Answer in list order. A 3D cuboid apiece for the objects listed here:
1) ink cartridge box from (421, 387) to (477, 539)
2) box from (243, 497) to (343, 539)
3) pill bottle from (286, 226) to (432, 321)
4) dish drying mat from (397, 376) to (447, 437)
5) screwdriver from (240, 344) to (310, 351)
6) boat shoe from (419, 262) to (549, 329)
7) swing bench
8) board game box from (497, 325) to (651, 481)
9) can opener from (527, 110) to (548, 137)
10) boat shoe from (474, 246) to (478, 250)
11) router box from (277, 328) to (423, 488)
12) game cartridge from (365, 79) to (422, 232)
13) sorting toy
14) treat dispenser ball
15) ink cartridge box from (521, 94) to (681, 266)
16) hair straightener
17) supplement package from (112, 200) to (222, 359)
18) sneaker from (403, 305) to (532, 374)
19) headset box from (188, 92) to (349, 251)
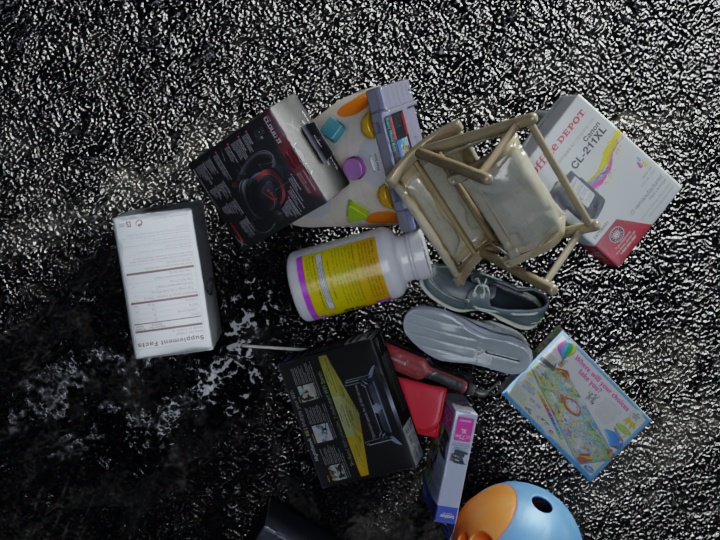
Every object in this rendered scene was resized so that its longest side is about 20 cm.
[{"bbox_3d":[0.127,0.288,1.548,0.041,0.119,0.204,7,99,-7],"label":"ink cartridge box"},{"bbox_3d":[-0.107,0.490,1.572,0.195,0.117,0.202,31,98,-6],"label":"box"},{"bbox_3d":[0.000,0.000,1.497,0.197,0.104,0.106,-15,99,9],"label":"pill bottle"},{"bbox_3d":[0.027,0.190,1.551,0.197,0.018,0.078,12,97,15],"label":"dish drying mat"},{"bbox_3d":[-0.082,0.120,1.562,0.196,0.029,0.028,3,99,-3],"label":"screwdriver"},{"bbox_3d":[0.184,0.028,1.527,0.197,0.062,0.074,20,62,-9],"label":"boat shoe"},{"bbox_3d":[0.173,-0.087,1.377,0.130,0.199,0.200,-50,121,-24],"label":"swing bench"},{"bbox_3d":[0.325,0.203,1.584,0.200,0.034,0.134,45,95,-7],"label":"board game box"},{"bbox_3d":[0.332,-0.166,1.519,0.198,0.053,0.067,28,96,-6],"label":"can opener"},{"bbox_3d":[0.226,-0.075,1.521,0.198,0.068,0.075,-31,99,3],"label":"boat shoe"},{"bbox_3d":[-0.013,0.203,1.525,0.155,0.052,0.203,-16,99,21],"label":"router box"},{"bbox_3d":[0.064,-0.164,1.473,0.038,0.130,0.203,-12,100,19],"label":"game cartridge"},{"bbox_3d":[-0.036,-0.141,1.503,0.177,0.107,0.203,-13,99,20],"label":"sorting toy"},{"bbox_3d":[0.226,0.413,1.529,0.197,0.201,0.205,0,99,-2],"label":"treat dispenser ball"},{"bbox_3d":[0.319,-0.126,1.455,0.199,0.083,0.146,39,93,-8],"label":"ink cartridge box"},{"bbox_3d":[0.117,0.145,1.546,0.197,0.077,0.042,16,96,17],"label":"hair straightener"},{"bbox_3d":[-0.273,0.011,1.494,0.115,0.117,0.204,-7,99,-1],"label":"supplement package"},{"bbox_3d":[0.157,0.101,1.547,0.197,0.071,0.074,21,106,1],"label":"sneaker"},{"bbox_3d":[-0.121,-0.139,1.450,0.199,0.075,0.150,-27,100,37],"label":"headset box"}]
